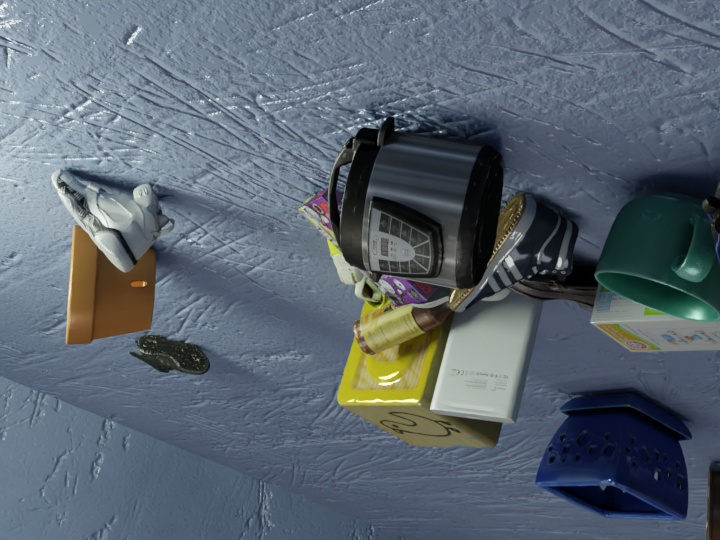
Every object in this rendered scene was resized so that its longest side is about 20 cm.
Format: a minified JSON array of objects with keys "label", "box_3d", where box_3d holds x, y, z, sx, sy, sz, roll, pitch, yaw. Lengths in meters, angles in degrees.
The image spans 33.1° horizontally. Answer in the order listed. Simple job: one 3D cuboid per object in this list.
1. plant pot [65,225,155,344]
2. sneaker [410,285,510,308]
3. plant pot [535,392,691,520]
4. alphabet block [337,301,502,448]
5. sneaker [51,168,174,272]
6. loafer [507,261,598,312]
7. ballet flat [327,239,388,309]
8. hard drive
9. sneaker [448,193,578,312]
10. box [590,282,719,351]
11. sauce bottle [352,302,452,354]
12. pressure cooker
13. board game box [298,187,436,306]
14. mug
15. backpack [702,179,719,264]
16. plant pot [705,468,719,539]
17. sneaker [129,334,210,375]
[{"label":"plant pot","box_3d":[-0.422,0.027,2.046,0.140,0.201,0.200,3,162,-14]},{"label":"sneaker","box_3d":[0.095,-0.007,1.695,0.202,0.077,0.146,-7,154,40]},{"label":"plant pot","box_3d":[0.454,0.324,2.127,0.200,0.180,0.200,29,156,-28]},{"label":"alphabet block","box_3d":[0.113,0.163,1.955,0.195,0.197,0.200,-8,148,44]},{"label":"sneaker","box_3d":[-0.373,-0.099,1.831,0.200,0.115,0.075,47,166,18]},{"label":"loafer","box_3d":[0.279,0.006,1.635,0.200,0.072,0.063,15,140,-14]},{"label":"ballet flat","box_3d":[0.000,0.000,1.805,0.067,0.067,0.200,8,158,27]},{"label":"hard drive","box_3d":[0.188,0.121,1.784,0.132,0.200,0.027,3,156,31]},{"label":"sneaker","box_3d":[0.201,-0.005,1.562,0.108,0.070,0.200,19,130,-19]},{"label":"box","box_3d":[0.405,0.033,1.522,0.200,0.113,0.101,-6,151,46]},{"label":"sauce bottle","box_3d":[0.085,0.065,1.833,0.200,0.066,0.066,-25,142,21]},{"label":"pressure cooker","box_3d":[0.057,-0.073,1.428,0.200,0.176,0.179,12,169,14]},{"label":"board game box","box_3d":[0.007,-0.030,1.654,0.200,0.032,0.120,45,159,-9]},{"label":"mug","box_3d":[0.369,-0.020,1.381,0.152,0.115,0.185,28,169,-33]},{"label":"backpack","box_3d":[0.458,-0.056,1.208,0.190,0.154,0.200,15,167,28]},{"label":"plant pot","box_3d":[0.765,0.488,2.318,0.198,0.201,0.200,2,156,15]},{"label":"sneaker","box_3d":[-0.409,0.187,2.599,0.199,0.060,0.104,18,159,10]}]
